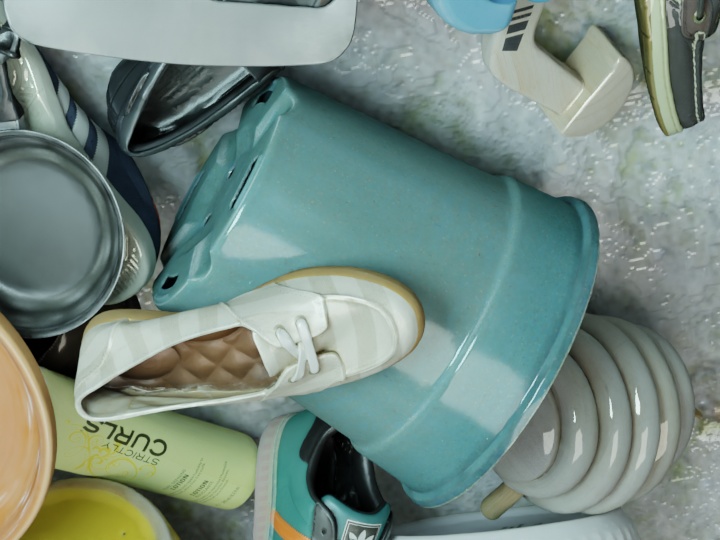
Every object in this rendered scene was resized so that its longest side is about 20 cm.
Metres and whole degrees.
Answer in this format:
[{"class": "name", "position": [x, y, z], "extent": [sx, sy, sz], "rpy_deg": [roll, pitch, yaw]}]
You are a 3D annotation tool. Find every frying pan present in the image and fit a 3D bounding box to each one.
[{"class": "frying pan", "position": [-0.200, -0.053, 1.150], "extent": [0.114, 0.031, 0.191], "rpy_deg": [-28, 96, 16]}]

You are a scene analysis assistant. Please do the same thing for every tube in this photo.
[{"class": "tube", "position": [-0.147, 0.106, 1.302], "extent": [0.199, 0.052, 0.058], "rpy_deg": [23, 81, -44]}]

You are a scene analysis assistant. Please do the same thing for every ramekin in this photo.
[{"class": "ramekin", "position": [0.094, 0.206, 1.364], "extent": [0.201, 0.202, 0.095], "rpy_deg": [-7, 88, -1]}]

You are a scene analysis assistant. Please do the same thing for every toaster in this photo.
[{"class": "toaster", "position": [-0.091, -0.187, 1.056], "extent": [0.179, 0.119, 0.202], "rpy_deg": [4, 101, -8]}]

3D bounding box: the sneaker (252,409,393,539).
[{"class": "sneaker", "position": [-0.022, 0.180, 1.319], "extent": [0.071, 0.202, 0.080], "rpy_deg": [9, 161, -38]}]

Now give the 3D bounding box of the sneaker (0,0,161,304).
[{"class": "sneaker", "position": [-0.180, -0.075, 1.202], "extent": [0.075, 0.085, 0.201], "rpy_deg": [-28, 100, 16]}]

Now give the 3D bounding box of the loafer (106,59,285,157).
[{"class": "loafer", "position": [-0.059, -0.132, 1.166], "extent": [0.200, 0.071, 0.068], "rpy_deg": [-37, 122, 19]}]

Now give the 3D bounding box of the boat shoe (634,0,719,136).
[{"class": "boat shoe", "position": [0.181, -0.166, 1.169], "extent": [0.065, 0.072, 0.202], "rpy_deg": [-8, 122, 6]}]

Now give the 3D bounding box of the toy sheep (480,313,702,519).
[{"class": "toy sheep", "position": [0.130, 0.091, 1.312], "extent": [0.199, 0.138, 0.138], "rpy_deg": [-11, 136, -42]}]

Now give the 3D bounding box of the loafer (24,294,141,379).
[{"class": "loafer", "position": [-0.228, 0.059, 1.279], "extent": [0.200, 0.073, 0.071], "rpy_deg": [-37, 151, 8]}]

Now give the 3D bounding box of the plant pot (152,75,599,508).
[{"class": "plant pot", "position": [0.000, 0.000, 1.208], "extent": [0.195, 0.201, 0.201], "rpy_deg": [30, 118, -15]}]

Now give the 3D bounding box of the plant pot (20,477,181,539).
[{"class": "plant pot", "position": [-0.165, 0.234, 1.322], "extent": [0.199, 0.202, 0.190], "rpy_deg": [-9, 138, 0]}]

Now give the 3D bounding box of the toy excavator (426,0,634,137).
[{"class": "toy excavator", "position": [0.079, -0.161, 1.145], "extent": [0.193, 0.100, 0.201], "rpy_deg": [-5, 133, -28]}]

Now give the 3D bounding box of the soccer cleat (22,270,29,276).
[{"class": "soccer cleat", "position": [-0.274, -0.026, 1.204], "extent": [0.199, 0.073, 0.069], "rpy_deg": [14, 82, -13]}]

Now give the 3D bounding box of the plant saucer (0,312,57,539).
[{"class": "plant saucer", "position": [-0.259, 0.076, 1.177], "extent": [0.199, 0.037, 0.202], "rpy_deg": [6, 115, 13]}]

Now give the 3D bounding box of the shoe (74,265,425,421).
[{"class": "shoe", "position": [-0.061, 0.046, 1.115], "extent": [0.199, 0.053, 0.070], "rpy_deg": [-10, 121, 21]}]
